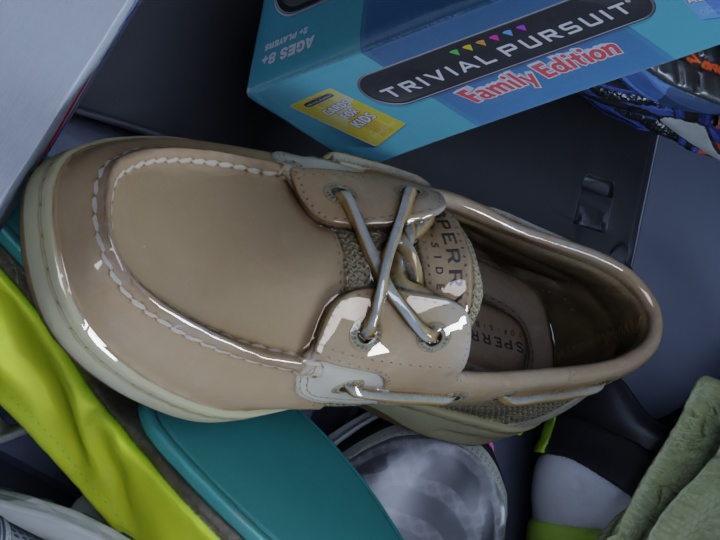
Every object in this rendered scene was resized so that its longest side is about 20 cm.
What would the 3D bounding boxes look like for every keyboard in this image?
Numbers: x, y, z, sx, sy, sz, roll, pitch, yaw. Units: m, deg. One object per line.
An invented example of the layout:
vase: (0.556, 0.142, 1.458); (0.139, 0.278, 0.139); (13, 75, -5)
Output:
keyboard: (-0.010, -0.036, 0.800); (0.199, 0.021, 0.128); (16, 79, -17)

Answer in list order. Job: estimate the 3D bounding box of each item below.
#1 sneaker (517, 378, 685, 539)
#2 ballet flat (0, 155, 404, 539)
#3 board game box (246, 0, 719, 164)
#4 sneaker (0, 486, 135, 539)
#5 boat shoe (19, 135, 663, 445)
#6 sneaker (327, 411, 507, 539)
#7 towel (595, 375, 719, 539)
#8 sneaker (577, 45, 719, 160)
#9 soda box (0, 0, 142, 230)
sneaker: (0.140, 0.060, 0.822); (0.199, 0.072, 0.083); (2, 88, -18)
ballet flat: (-0.068, 0.036, 0.743); (0.200, 0.067, 0.067); (47, 119, 5)
board game box: (0.052, -0.140, 0.716); (0.047, 0.151, 0.201); (30, 57, -36)
sneaker: (-0.115, 0.084, 0.674); (0.200, 0.086, 0.078); (35, 106, -8)
boat shoe: (0.000, 0.000, 0.710); (0.200, 0.064, 0.072); (11, 67, -49)
sneaker: (-0.016, 0.125, 0.761); (0.074, 0.087, 0.200); (38, 79, -15)
towel: (0.148, 0.108, 0.722); (0.199, 0.037, 0.149); (23, 56, 22)
sneaker: (0.108, -0.063, 0.800); (0.200, 0.078, 0.076); (27, 77, -43)
soda box: (-0.087, -0.081, 0.710); (0.068, 0.063, 0.200); (31, 58, -5)
